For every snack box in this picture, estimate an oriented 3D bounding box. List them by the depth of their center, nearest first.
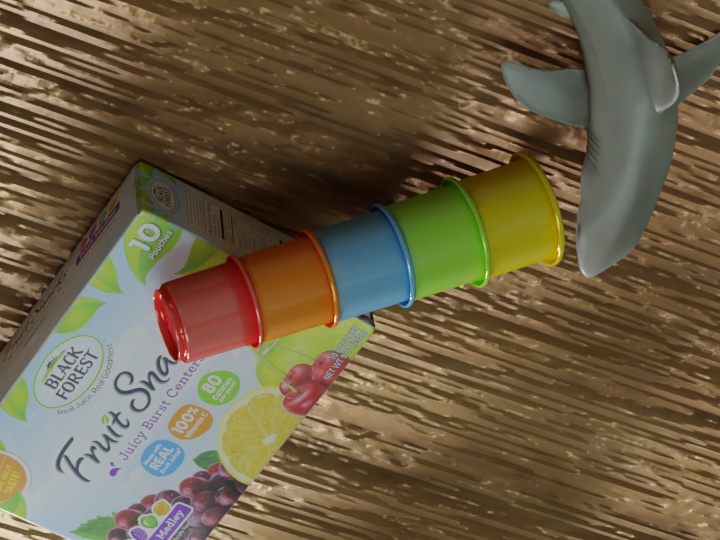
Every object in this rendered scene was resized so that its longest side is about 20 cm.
[{"bbox_3d":[-0.106,0.056,1.350,0.142,0.053,0.200,27,118,-21],"label":"snack box"}]

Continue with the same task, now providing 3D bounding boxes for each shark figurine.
[{"bbox_3d":[0.110,-0.110,1.221,0.128,0.089,0.215,-38,113,-6],"label":"shark figurine"}]

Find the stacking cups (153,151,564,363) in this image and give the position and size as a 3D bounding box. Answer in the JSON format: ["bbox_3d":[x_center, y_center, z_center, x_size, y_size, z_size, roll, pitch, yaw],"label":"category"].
[{"bbox_3d":[0.000,0.000,1.272,0.199,0.061,0.061,-19,128,-18],"label":"stacking cups"}]
